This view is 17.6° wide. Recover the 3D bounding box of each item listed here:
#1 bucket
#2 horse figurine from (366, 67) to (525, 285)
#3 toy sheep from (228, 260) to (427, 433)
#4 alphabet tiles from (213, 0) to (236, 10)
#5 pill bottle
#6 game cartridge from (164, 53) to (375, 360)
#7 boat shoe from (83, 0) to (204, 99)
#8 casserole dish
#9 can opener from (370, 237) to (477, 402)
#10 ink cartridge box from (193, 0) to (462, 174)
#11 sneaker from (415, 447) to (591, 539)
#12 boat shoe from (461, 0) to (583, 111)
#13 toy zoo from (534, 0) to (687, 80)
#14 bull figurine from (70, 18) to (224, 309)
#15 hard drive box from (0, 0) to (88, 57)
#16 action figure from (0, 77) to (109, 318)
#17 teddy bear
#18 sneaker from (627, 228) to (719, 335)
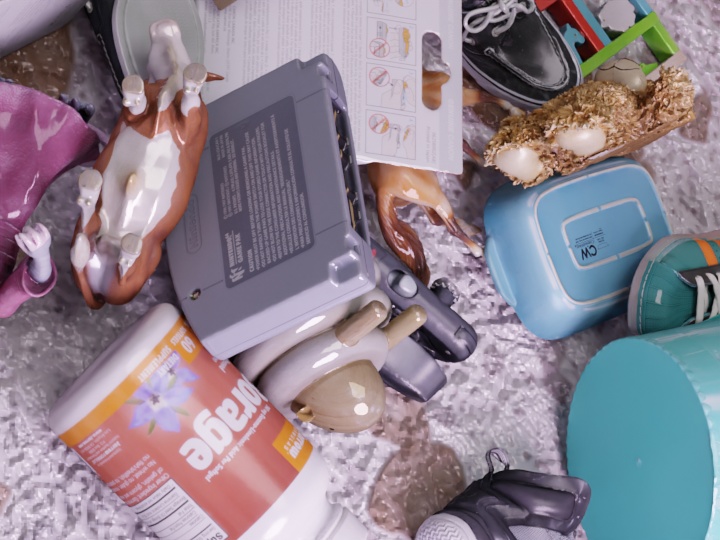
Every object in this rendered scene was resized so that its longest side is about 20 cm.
[{"bbox_3d":[0.246,0.130,1.628,0.134,0.207,0.208,-2,73,-29],"label":"bucket"},{"bbox_3d":[0.049,-0.084,1.682,0.132,0.050,0.200,31,56,-25],"label":"horse figurine"},{"bbox_3d":[-0.043,0.021,1.540,0.138,0.138,0.200,-13,63,-33],"label":"toy sheep"},{"bbox_3d":[-0.058,-0.298,1.567,0.167,0.200,0.008,59,17,-3],"label":"alphabet tiles"},{"bbox_3d":[-0.093,0.126,1.481,0.200,0.112,0.112,45,56,-8],"label":"pill bottle"},{"bbox_3d":[-0.063,-0.040,1.488,0.040,0.133,0.200,52,22,-45],"label":"game cartridge"},{"bbox_3d":[-0.158,-0.188,1.595,0.075,0.060,0.201,10,64,-40],"label":"boat shoe"},{"bbox_3d":[0.170,-0.023,1.712,0.200,0.039,0.121,-18,86,-45],"label":"casserole dish"},{"bbox_3d":[0.000,0.000,1.613,0.200,0.063,0.079,46,57,-8],"label":"can opener"},{"bbox_3d":[-0.029,-0.145,1.645,0.199,0.057,0.163,10,66,-21],"label":"ink cartridge box"},{"bbox_3d":[0.139,0.211,1.604,0.200,0.075,0.114,43,59,-6],"label":"sneaker"},{"bbox_3d":[0.093,-0.198,1.726,0.074,0.068,0.199,-41,94,-10],"label":"boat shoe"},{"bbox_3d":[0.155,-0.214,1.810,0.131,0.020,0.200,-37,92,-35],"label":"toy zoo"},{"bbox_3d":[-0.135,-0.073,1.473,0.065,0.121,0.201,14,76,1],"label":"bull figurine"},{"bbox_3d":[-0.253,-0.179,1.479,0.200,0.156,0.077,-33,89,-35],"label":"hard drive box"},{"bbox_3d":[-0.248,-0.027,1.478,0.134,0.149,0.201,14,82,6],"label":"action figure"},{"bbox_3d":[0.165,-0.112,1.671,0.200,0.145,0.067,-22,86,-40],"label":"teddy bear"},{"bbox_3d":[0.274,0.009,1.724,0.200,0.080,0.072,-19,115,-49],"label":"sneaker"}]
